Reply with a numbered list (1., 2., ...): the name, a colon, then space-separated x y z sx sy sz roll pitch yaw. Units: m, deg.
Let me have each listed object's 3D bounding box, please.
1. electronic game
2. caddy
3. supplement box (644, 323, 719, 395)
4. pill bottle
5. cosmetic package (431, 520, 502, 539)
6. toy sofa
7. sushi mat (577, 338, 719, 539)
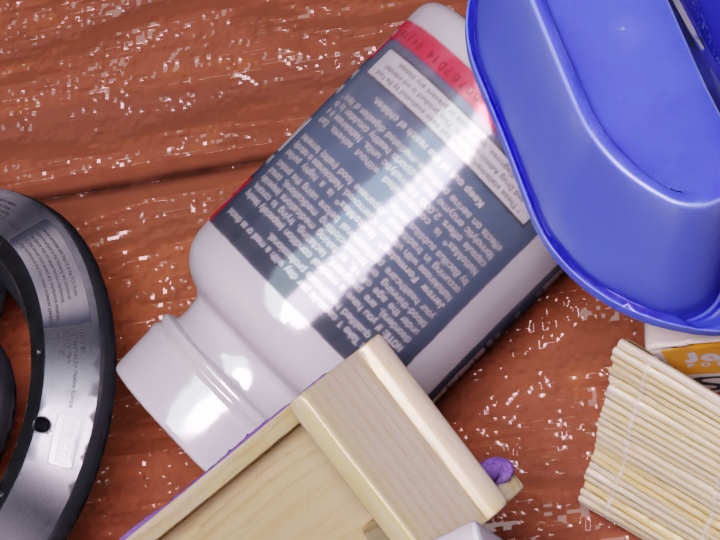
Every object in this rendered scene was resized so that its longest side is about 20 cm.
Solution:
1. electronic game: -0.179 0.062 1.137 0.199 0.042 0.201 -16 65 37
2. caddy: 0.121 -0.074 0.988 0.141 0.105 0.201 -14 64 -11
3. supplement box: 0.180 -0.055 1.058 0.125 0.074 0.201 -4 69 18
4. pill bottle: 0.000 0.000 1.076 0.200 0.120 0.120 -45 63 -1
5. cosmetic package: 0.003 0.225 0.896 0.199 0.123 0.200 -25 62 11
6. toy sofa: -0.039 0.112 1.013 0.200 0.098 0.083 -40 86 32
7. sushi mat: 0.170 0.107 0.997 0.199 0.096 0.012 32 46 27
